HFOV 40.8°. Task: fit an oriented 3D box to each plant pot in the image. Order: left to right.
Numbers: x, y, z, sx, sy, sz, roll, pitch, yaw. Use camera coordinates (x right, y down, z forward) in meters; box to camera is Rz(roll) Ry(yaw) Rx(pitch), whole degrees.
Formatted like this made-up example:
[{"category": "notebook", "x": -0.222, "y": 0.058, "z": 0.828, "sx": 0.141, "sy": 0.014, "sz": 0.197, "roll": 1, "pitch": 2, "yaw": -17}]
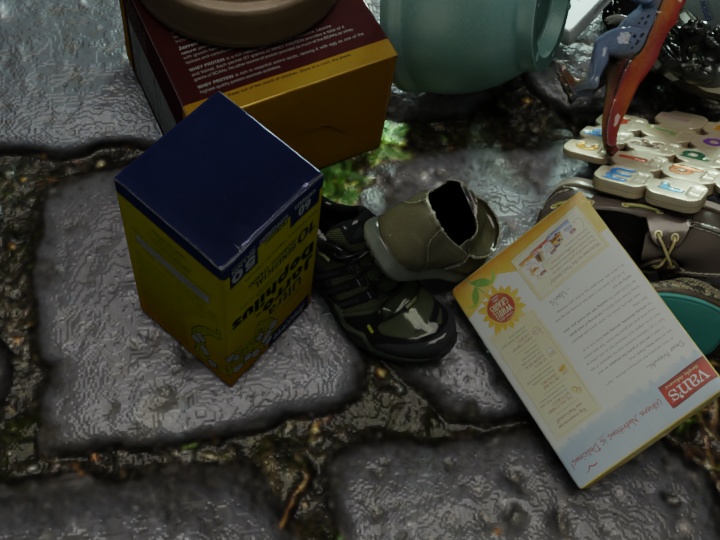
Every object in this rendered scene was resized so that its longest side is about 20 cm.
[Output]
[{"category": "plant pot", "x": -0.098, "y": -0.316, "z": 0.783, "sx": 0.196, "sy": 0.176, "sz": 0.204, "roll": 3, "pitch": 60, "yaw": -6}, {"category": "plant pot", "x": 0.119, "y": -0.256, "z": 0.893, "sx": 0.132, "sy": 0.202, "sz": 0.202, "roll": 15, "pitch": 59, "yaw": 23}]

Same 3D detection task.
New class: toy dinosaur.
[{"category": "toy dinosaur", "x": 0.275, "y": -0.222, "z": 0.927, "sx": 0.179, "sy": 0.105, "sz": 0.203, "roll": -29, "pitch": 69, "yaw": 10}]

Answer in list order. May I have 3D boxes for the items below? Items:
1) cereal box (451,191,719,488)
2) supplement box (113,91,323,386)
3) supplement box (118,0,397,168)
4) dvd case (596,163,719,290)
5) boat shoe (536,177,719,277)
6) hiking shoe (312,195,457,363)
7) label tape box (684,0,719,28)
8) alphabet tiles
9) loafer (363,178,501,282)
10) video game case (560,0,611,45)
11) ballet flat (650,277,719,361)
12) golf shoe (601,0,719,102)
[{"category": "cereal box", "x": 0.186, "y": 0.057, "z": 0.808, "sx": 0.143, "sy": 0.039, "sz": 0.202, "roll": -36, "pitch": 69, "yaw": 11}, {"category": "supplement box", "x": -0.106, "y": -0.017, "z": 0.756, "sx": 0.109, "sy": 0.201, "sz": 0.109, "roll": 38, "pitch": 64, "yaw": 14}, {"category": "supplement box", "x": -0.100, "y": -0.200, "z": 0.895, "sx": 0.194, "sy": 0.133, "sz": 0.202, "roll": -22, "pitch": 66, "yaw": -17}, {"category": "dvd case", "x": 0.341, "y": -0.052, "z": 0.933, "sx": 0.195, "sy": 0.016, "sz": 0.151, "roll": -6, "pitch": 63, "yaw": -9}, {"category": "boat shoe", "x": 0.254, "y": -0.029, "z": 0.854, "sx": 0.197, "sy": 0.073, "sz": 0.060, "roll": 18, "pitch": 37, "yaw": 23}, {"category": "hiking shoe", "x": 0.000, "y": 0.000, "z": 0.817, "sx": 0.199, "sy": 0.101, "sz": 0.076, "roll": 36, "pitch": 64, "yaw": 13}, {"category": "label tape box", "x": 0.411, "y": -0.340, "z": 1.057, "sx": 0.197, "sy": 0.066, "sz": 0.145, "roll": -5, "pitch": 53, "yaw": 37}, {"category": "alphabet tiles", "x": 0.296, "y": -0.105, "z": 0.900, "sx": 0.193, "sy": 0.015, "sz": 0.199, "roll": 19, "pitch": 36, "yaw": 30}, {"category": "loafer", "x": 0.079, "y": -0.034, "z": 0.813, "sx": 0.076, "sy": 0.069, "sz": 0.199, "roll": 61, "pitch": 29, "yaw": 7}, {"category": "video game case", "x": 0.189, "y": -0.335, "z": 1.040, "sx": 0.198, "sy": 0.023, "sz": 0.182, "roll": 31, "pitch": 62, "yaw": 26}, {"category": "ballet flat", "x": 0.327, "y": 0.048, "z": 0.859, "sx": 0.196, "sy": 0.069, "sz": 0.076, "roll": 22, "pitch": 39, "yaw": -1}, {"category": "golf shoe", "x": 0.323, "y": -0.235, "z": 1.007, "sx": 0.078, "sy": 0.094, "sz": 0.202, "roll": -41, "pitch": 43, "yaw": 17}]
